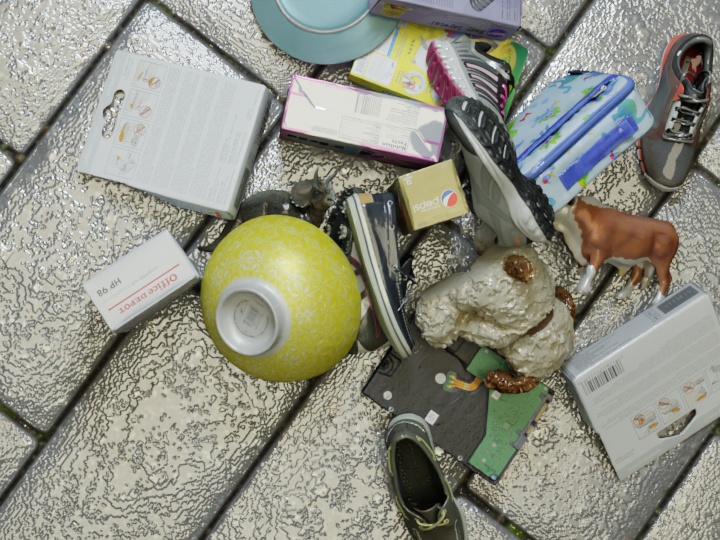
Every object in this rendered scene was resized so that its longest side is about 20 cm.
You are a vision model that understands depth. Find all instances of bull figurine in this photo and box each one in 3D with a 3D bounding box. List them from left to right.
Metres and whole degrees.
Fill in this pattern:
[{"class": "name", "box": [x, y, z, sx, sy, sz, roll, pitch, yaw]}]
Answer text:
[{"class": "bull figurine", "box": [0.301, -0.028, 1.739, 0.198, 0.065, 0.123, 10, 92, -23]}]

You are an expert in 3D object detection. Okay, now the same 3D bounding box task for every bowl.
[{"class": "bowl", "box": [-0.108, 0.045, 1.652, 0.198, 0.108, 0.202, 5, 106, 20]}]

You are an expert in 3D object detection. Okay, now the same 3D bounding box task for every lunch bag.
[{"class": "lunch bag", "box": [0.238, -0.152, 1.697, 0.200, 0.161, 0.083, -41, 114, -10]}]

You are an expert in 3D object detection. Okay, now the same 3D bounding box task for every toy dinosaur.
[{"class": "toy dinosaur", "box": [-0.100, -0.057, 1.723, 0.198, 0.077, 0.103, -9, 86, 26]}]

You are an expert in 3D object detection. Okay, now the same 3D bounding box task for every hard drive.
[{"class": "hard drive", "box": [0.119, 0.148, 1.749, 0.199, 0.038, 0.140, 34, 86, -3]}]

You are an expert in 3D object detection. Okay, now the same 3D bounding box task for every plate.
[{"class": "plate", "box": [-0.038, -0.348, 1.728, 0.198, 0.026, 0.202, -1, 82, 9]}]

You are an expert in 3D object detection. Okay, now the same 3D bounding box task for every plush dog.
[{"class": "plush dog", "box": [0.191, 0.049, 1.696, 0.200, 0.160, 0.172, -49, 117, -24]}]

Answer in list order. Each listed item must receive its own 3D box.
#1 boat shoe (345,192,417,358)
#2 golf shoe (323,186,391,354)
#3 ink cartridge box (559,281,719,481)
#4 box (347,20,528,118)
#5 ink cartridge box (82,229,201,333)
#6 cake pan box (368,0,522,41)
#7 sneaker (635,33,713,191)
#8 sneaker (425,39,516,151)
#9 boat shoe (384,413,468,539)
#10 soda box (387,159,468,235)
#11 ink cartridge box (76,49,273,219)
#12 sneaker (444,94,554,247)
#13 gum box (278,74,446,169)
[{"class": "boat shoe", "box": [0.036, 0.003, 1.669, 0.062, 0.075, 0.202, -16, 97, -8]}, {"class": "golf shoe", "box": [0.000, 0.000, 1.733, 0.087, 0.077, 0.202, 2, 93, -22]}, {"class": "ink cartridge box", "box": [0.362, 0.137, 1.765, 0.199, 0.044, 0.174, -31, 121, -5]}, {"class": "box", "box": [0.096, -0.253, 1.754, 0.198, 0.048, 0.118, 21, 86, -3]}, {"class": "ink cartridge box", "box": [-0.246, 0.013, 1.636, 0.115, 0.200, 0.067, -34, 91, -6]}, {"class": "cake pan box", "box": [0.104, -0.389, 1.717, 0.183, 0.052, 0.202, 7, 74, -20]}, {"class": "sneaker", "box": [0.390, -0.199, 1.762, 0.076, 0.082, 0.202, 9, 87, -5]}, {"class": "sneaker", "box": [0.148, -0.200, 1.669, 0.087, 0.074, 0.201, -14, 53, -14]}, {"class": "boat shoe", "box": [0.077, 0.273, 1.713, 0.071, 0.060, 0.203, -17, 102, 10]}, {"class": "soda box", "box": [0.076, -0.082, 1.668, 0.067, 0.200, 0.065, -18, 90, -2]}, {"class": "ink cartridge box", "box": [-0.221, -0.162, 1.724, 0.198, 0.050, 0.164, 15, 81, 14]}, {"class": "sneaker", "box": [0.139, -0.101, 1.578, 0.079, 0.074, 0.201, -18, 119, 27]}, {"class": "gum box", "box": [0.006, -0.172, 1.708, 0.198, 0.113, 0.067, 12, 88, -5]}]
